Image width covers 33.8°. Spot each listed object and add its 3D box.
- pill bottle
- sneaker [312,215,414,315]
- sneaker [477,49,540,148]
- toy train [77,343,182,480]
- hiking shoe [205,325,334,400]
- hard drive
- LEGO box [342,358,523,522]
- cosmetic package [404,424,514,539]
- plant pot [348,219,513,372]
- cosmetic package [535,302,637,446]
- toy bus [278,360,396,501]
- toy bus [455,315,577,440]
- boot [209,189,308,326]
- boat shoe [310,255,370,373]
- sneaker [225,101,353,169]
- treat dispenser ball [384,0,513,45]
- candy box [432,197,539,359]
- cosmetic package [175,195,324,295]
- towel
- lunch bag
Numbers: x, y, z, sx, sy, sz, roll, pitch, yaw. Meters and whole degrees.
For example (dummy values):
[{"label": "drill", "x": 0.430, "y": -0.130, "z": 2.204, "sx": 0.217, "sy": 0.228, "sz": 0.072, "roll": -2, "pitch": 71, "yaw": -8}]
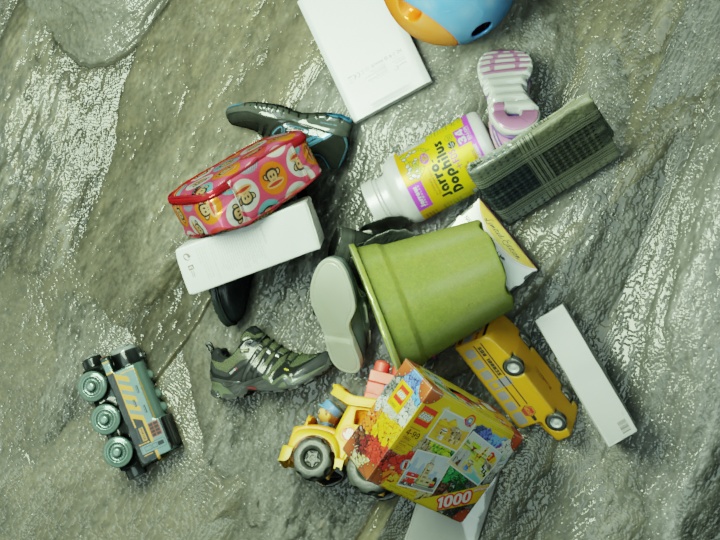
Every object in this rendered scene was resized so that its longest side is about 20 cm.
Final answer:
[{"label": "pill bottle", "x": 0.103, "y": -0.137, "z": 1.699, "sx": 0.198, "sy": 0.104, "sz": 0.105, "roll": -28, "pitch": 85, "yaw": 10}, {"label": "sneaker", "x": 0.000, "y": -0.002, "z": 1.718, "sx": 0.102, "sy": 0.061, "sz": 0.201, "roll": 8, "pitch": 132, "yaw": -16}, {"label": "sneaker", "x": 0.207, "y": -0.232, "z": 1.664, "sx": 0.079, "sy": 0.089, "sz": 0.202, "roll": -3, "pitch": 46, "yaw": 3}, {"label": "toy train", "x": -0.352, "y": 0.213, "z": 1.804, "sx": 0.112, "sy": 0.085, "sz": 0.203, "roll": -23, "pitch": 84, "yaw": -2}, {"label": "hiking shoe", "x": -0.139, "y": 0.131, "z": 1.760, "sx": 0.197, "sy": 0.076, "sz": 0.103, "roll": -11, "pitch": 91, "yaw": 12}, {"label": "hard drive", "x": 0.006, "y": -0.339, "z": 1.757, "sx": 0.130, "sy": 0.025, "sz": 0.202, "roll": -26, "pitch": 86, "yaw": 10}, {"label": "LEGO box", "x": 0.098, "y": 0.229, "z": 1.571, "sx": 0.150, "sy": 0.199, "sz": 0.077, "roll": -54, "pitch": 39, "yaw": 7}, {"label": "cosmetic package", "x": 0.144, "y": 0.306, "z": 1.703, "sx": 0.105, "sy": 0.090, "sz": 0.203, "roll": 20, "pitch": 97, "yaw": 10}, {"label": "plant pot", "x": 0.102, "y": 0.024, "z": 1.607, "sx": 0.182, "sy": 0.200, "sz": 0.203, "roll": -22, "pitch": 86, "yaw": -1}, {"label": "cosmetic package", "x": 0.317, "y": 0.145, "z": 1.669, "sx": 0.050, "sy": 0.082, "sz": 0.202, "roll": -31, "pitch": 84, "yaw": 12}, {"label": "toy bus", "x": -0.002, "y": 0.225, "z": 1.715, "sx": 0.196, "sy": 0.136, "sz": 0.195, "roll": 9, "pitch": 79, "yaw": 13}, {"label": "toy bus", "x": 0.224, "y": 0.153, "z": 1.667, "sx": 0.078, "sy": 0.065, "sz": 0.201, "roll": -27, "pitch": 111, "yaw": 34}, {"label": "boot", "x": -0.145, "y": -0.029, "z": 1.760, "sx": 0.165, "sy": 0.076, "sz": 0.204, "roll": -10, "pitch": 82, "yaw": 15}, {"label": "boat shoe", "x": -0.023, "y": 0.053, "z": 1.697, "sx": 0.072, "sy": 0.062, "sz": 0.202, "roll": 10, "pitch": 130, "yaw": 25}, {"label": "sneaker", "x": -0.111, "y": -0.203, "z": 1.757, "sx": 0.197, "sy": 0.073, "sz": 0.083, "roll": 12, "pitch": 102, "yaw": 14}, {"label": "treat dispenser ball", "x": 0.122, "y": -0.416, "z": 1.645, "sx": 0.197, "sy": 0.201, "sz": 0.205, "roll": 0, "pitch": 90, "yaw": 11}, {"label": "candy box", "x": 0.142, "y": 0.013, "z": 1.713, "sx": 0.200, "sy": 0.061, "sz": 0.137, "roll": -42, "pitch": 82, "yaw": 8}, {"label": "cosmetic package", "x": -0.154, "y": -0.036, "z": 1.674, "sx": 0.197, "sy": 0.102, "sz": 0.075, "roll": -18, "pitch": 98, "yaw": 5}, {"label": "towel", "x": 0.254, "y": -0.155, "z": 1.630, "sx": 0.198, "sy": 0.192, "sz": 0.035, "roll": -31, "pitch": 61, "yaw": 11}, {"label": "lunch bag", "x": -0.168, "y": -0.120, "z": 1.670, "sx": 0.199, "sy": 0.175, "sz": 0.083, "roll": -34, "pitch": 107, "yaw": -26}]
